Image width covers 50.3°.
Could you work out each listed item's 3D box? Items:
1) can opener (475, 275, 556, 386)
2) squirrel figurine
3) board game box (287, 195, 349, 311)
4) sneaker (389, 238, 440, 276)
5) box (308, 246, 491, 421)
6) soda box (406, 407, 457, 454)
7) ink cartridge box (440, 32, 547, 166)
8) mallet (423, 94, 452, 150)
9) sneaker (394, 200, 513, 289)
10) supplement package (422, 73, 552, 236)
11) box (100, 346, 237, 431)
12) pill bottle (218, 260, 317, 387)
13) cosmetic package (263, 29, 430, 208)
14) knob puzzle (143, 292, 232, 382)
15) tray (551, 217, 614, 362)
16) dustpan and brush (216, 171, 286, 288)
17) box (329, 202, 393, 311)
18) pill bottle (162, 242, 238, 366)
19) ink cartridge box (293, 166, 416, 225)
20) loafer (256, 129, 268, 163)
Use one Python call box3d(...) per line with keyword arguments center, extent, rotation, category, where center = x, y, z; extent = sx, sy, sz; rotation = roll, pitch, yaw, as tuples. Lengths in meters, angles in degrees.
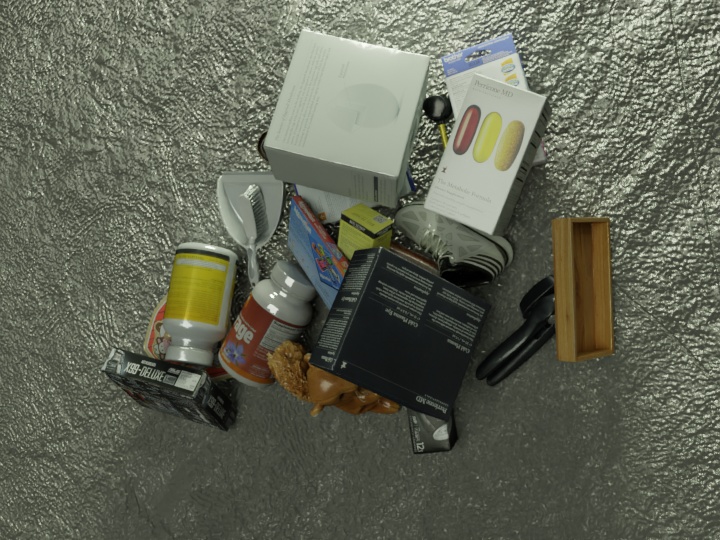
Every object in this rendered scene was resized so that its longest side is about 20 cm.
box3d(center=(0.254, 0.103, 1.170), extent=(0.063, 0.079, 0.201), rotation=(28, 110, -21), category="can opener")
box3d(center=(-0.053, 0.176, 1.223), extent=(0.198, 0.186, 0.143), rotation=(-3, 92, 22), category="squirrel figurine")
box3d(center=(-0.068, -0.023, 1.236), extent=(0.200, 0.019, 0.103), rotation=(54, 147, 40), category="board game box")
box3d(center=(0.049, -0.002, 1.235), extent=(0.199, 0.071, 0.080), rotation=(28, 107, 23), category="sneaker")
box3d(center=(0.057, 0.091, 1.103), extent=(0.199, 0.104, 0.183), rotation=(27, 78, -20), category="box")
box3d(center=(0.106, 0.184, 1.220), extent=(0.063, 0.071, 0.202), rotation=(-9, 89, 18), category="soda box")
box3d(center=(0.204, -0.246, 1.174), extent=(0.119, 0.042, 0.202), rotation=(-15, 90, 21), category="ink cartridge box")
box3d(center=(0.141, -0.180, 1.211), extent=(0.041, 0.066, 0.202), rotation=(-12, 103, 16), category="mallet")
box3d(center=(0.125, -0.039, 1.169), extent=(0.199, 0.115, 0.076), rotation=(24, 125, 19), category="sneaker")
box3d(center=(0.185, -0.163, 1.105), extent=(0.113, 0.109, 0.201), rotation=(22, 99, 16), category="supplement package")
box3d(center=(-0.337, 0.213, 1.364), extent=(0.199, 0.158, 0.050), rotation=(10, 60, 22), category="box")
box3d(center=(-0.151, 0.089, 1.302), extent=(0.112, 0.112, 0.201), rotation=(35, 105, 17), category="pill bottle")
box3d(center=(-0.017, -0.224, 1.144), extent=(0.198, 0.123, 0.201), rotation=(15, 74, 5), category="cosmetic package")
box3d(center=(-0.327, 0.127, 1.421), extent=(0.218, 0.030, 0.222), rotation=(1, 94, 23), category="knob puzzle")
box3d(center=(0.321, 0.025, 1.107), extent=(0.037, 0.098, 0.202), rotation=(-2, 92, 51), category="tray")
box3d(center=(-0.187, -0.067, 1.333), extent=(0.139, 0.057, 0.202), rotation=(3, 113, 27), category="dustpan and brush")
box3d(center=(0.000, 0.000, 1.206), extent=(0.075, 0.050, 0.201), rotation=(32, 132, 31), category="box")
box3d(center=(-0.280, 0.060, 1.328), extent=(0.111, 0.112, 0.202), rotation=(3, 77, 22), category="pill bottle")
box3d(center=(-0.025, -0.188, 1.273), extent=(0.199, 0.041, 0.201), rotation=(-18, 85, 24), category="ink cartridge box")
box3d(center=(-0.092, -0.187, 1.241), extent=(0.199, 0.071, 0.074), rotation=(21, 100, 22), category="loafer")
